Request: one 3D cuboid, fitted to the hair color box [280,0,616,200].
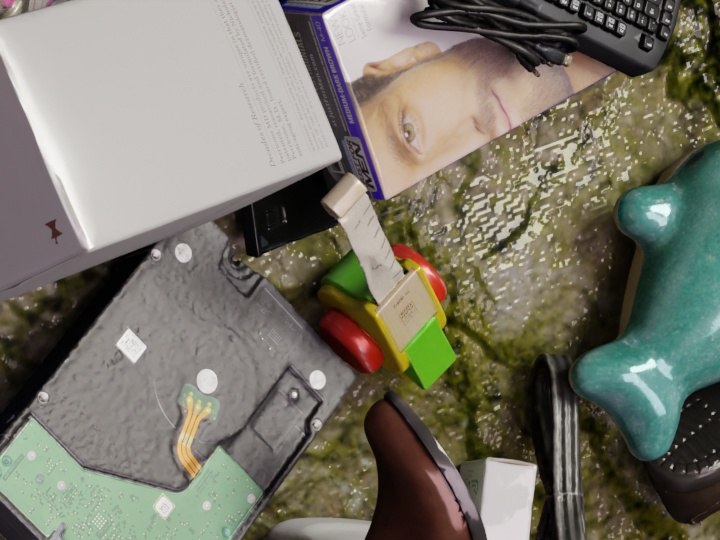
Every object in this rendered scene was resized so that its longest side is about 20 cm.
[{"bbox_3d":[0.057,-0.130,1.533,0.199,0.065,0.110,-30,111,-26],"label":"hair color box"}]

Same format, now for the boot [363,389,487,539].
[{"bbox_3d":[-0.030,0.177,1.455,0.199,0.068,0.189,-21,114,-9],"label":"boot"}]

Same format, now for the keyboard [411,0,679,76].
[{"bbox_3d":[0.096,-0.157,1.485,0.199,0.040,0.105,21,80,-33],"label":"keyboard"}]

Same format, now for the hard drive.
[{"bbox_3d":[-0.105,0.082,1.478,0.140,0.038,0.200,46,58,-18],"label":"hard drive"}]

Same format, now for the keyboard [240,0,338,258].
[{"bbox_3d":[-0.063,-0.110,1.514,0.104,0.039,0.201,-20,108,-47],"label":"keyboard"}]

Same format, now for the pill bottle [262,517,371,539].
[{"bbox_3d":[-0.011,0.244,1.555,0.112,0.112,0.201,4,98,-27],"label":"pill bottle"}]

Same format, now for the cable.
[{"bbox_3d":[0.103,0.144,1.586,0.050,0.097,0.201,-2,82,-7],"label":"cable"}]

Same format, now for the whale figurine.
[{"bbox_3d":[0.206,0.013,1.610,0.159,0.104,0.200,48,68,-15],"label":"whale figurine"}]

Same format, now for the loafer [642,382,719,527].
[{"bbox_3d":[0.247,0.086,1.688,0.199,0.073,0.072,-26,140,-21],"label":"loafer"}]

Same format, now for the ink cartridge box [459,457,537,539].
[{"bbox_3d":[0.065,0.205,1.573,0.037,0.095,0.201,9,84,-5],"label":"ink cartridge box"}]

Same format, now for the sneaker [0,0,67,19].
[{"bbox_3d":[-0.175,-0.152,1.410,0.199,0.088,0.082,-33,112,-18],"label":"sneaker"}]

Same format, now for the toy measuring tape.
[{"bbox_3d":[0.000,0.000,1.518,0.074,0.073,0.200,-46,145,-12],"label":"toy measuring tape"}]

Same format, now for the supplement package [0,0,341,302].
[{"bbox_3d":[-0.127,-0.067,1.377,0.200,0.117,0.118,-24,91,-51],"label":"supplement package"}]
